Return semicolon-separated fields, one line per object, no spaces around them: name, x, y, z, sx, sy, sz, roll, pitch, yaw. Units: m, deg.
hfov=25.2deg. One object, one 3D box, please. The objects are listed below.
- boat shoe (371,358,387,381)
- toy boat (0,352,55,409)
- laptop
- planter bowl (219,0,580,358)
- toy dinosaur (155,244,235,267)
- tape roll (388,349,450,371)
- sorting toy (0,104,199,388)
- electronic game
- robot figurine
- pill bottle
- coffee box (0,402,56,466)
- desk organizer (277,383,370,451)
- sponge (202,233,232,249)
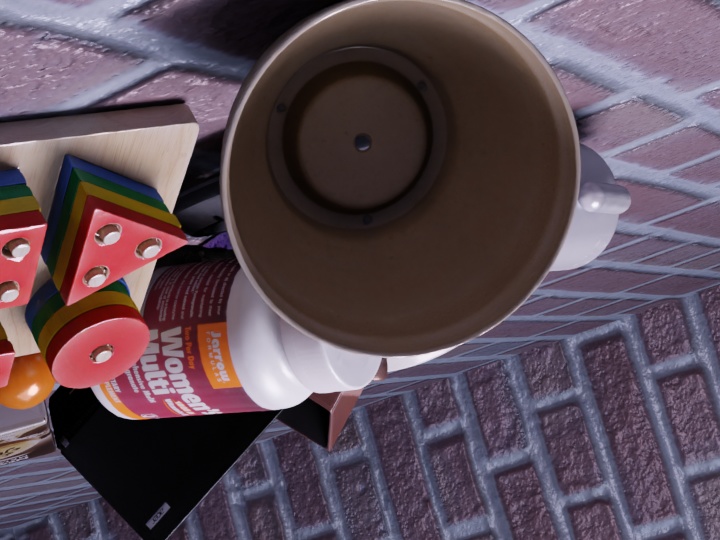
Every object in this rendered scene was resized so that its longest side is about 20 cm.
boat shoe;-0.070;0.072;1.248;0.199;0.072;0.072;-9;-174;21
toy boat;-0.251;0.035;1.147;0.130;0.132;0.200;-18;170;11
laptop;-0.164;0.105;1.357;0.177;0.103;0.200;-48;-161;0
planter bowl;0.010;-0.065;0.927;0.199;0.201;0.135;-15;-163;-9
toy dinosaur;-0.129;0.006;1.280;0.199;0.077;0.102;-8;-175;32
tape roll;0.040;0.018;1.489;0.202;0.037;0.203;-17;-150;10
sorting toy;-0.202;0.003;0.994;0.198;0.070;0.201;-10;142;-33
electronic game;-0.050;-0.068;1.169;0.199;0.042;0.200;-18;178;-1
robot figurine;0.143;-0.055;1.359;0.169;0.114;0.199;-10;176;38
pill bottle;-0.091;0.046;1.144;0.199;0.110;0.109;-7;176;30
coffee box;-0.321;0.118;1.351;0.112;0.080;0.200;-15;170;-11
desk organizer;-0.100;0.090;1.522;0.077;0.199;0.072;-61;164;3
sponge;-0.084;-0.020;1.426;0.111;0.030;0.200;-9;168;-37
